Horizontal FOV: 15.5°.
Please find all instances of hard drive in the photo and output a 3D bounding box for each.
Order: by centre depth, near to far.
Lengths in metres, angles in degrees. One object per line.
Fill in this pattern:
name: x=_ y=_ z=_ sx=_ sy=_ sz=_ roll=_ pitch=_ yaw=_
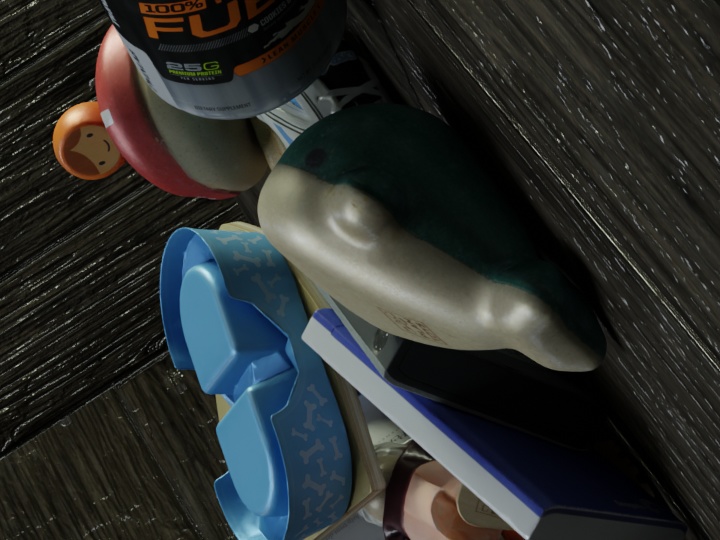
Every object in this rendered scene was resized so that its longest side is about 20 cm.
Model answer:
hard drive: x=0.073 y=0.089 z=1.459 sx=0.132 sy=0.025 sz=0.200 roll=13 pitch=-159 yaw=-48
hard drive: x=0.042 y=0.025 z=1.504 sx=0.139 sy=0.033 sz=0.200 roll=21 pitch=-164 yaw=-27

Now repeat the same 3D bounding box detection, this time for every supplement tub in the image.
supplement tub: x=-0.086 y=-0.176 z=1.352 sx=0.123 sy=0.122 sz=0.200 roll=55 pitch=176 yaw=33

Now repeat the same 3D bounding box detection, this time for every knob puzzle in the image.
knob puzzle: x=-0.042 y=0.062 z=1.601 sx=0.220 sy=0.030 sz=0.221 roll=37 pitch=133 yaw=55

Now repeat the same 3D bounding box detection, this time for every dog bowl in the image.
dog bowl: x=-0.060 y=0.066 z=1.548 sx=0.112 sy=0.049 sz=0.201 roll=-50 pitch=56 yaw=59

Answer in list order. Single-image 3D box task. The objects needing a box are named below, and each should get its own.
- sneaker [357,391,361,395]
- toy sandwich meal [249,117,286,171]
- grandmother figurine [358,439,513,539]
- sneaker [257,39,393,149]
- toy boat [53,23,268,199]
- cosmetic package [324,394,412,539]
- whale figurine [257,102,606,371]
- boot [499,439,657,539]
sneaker: x=0.000 y=0.000 z=1.644 sx=0.079 sy=0.066 sz=0.201 roll=-83 pitch=-1 yaw=-45
toy sandwich meal: x=-0.011 y=-0.063 z=1.771 sx=0.206 sy=0.070 sz=0.205 roll=63 pitch=-175 yaw=-11
grandmother figurine: x=0.040 y=0.133 z=1.545 sx=0.060 sy=0.122 sz=0.200 roll=23 pitch=175 yaw=-17
sneaker: x=-0.006 y=-0.084 z=1.528 sx=0.200 sy=0.072 sz=0.073 roll=46 pitch=145 yaw=37
toy boat: x=-0.142 y=-0.100 z=1.752 sx=0.200 sy=0.130 sz=0.131 roll=-2 pitch=-109 yaw=-85
cosmetic package: x=0.000 y=0.117 z=1.744 sx=0.081 sy=0.113 sz=0.200 roll=48 pitch=-173 yaw=-25
whale figurine: x=0.044 y=-0.018 z=1.330 sx=0.199 sy=0.104 sz=0.159 roll=24 pitch=168 yaw=40
boot: x=0.102 y=0.131 z=1.569 sx=0.075 sy=0.107 sz=0.200 roll=57 pitch=179 yaw=-24
